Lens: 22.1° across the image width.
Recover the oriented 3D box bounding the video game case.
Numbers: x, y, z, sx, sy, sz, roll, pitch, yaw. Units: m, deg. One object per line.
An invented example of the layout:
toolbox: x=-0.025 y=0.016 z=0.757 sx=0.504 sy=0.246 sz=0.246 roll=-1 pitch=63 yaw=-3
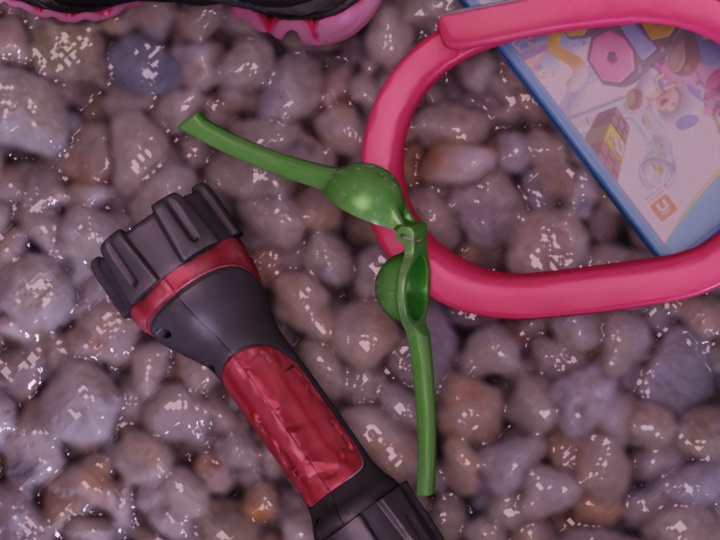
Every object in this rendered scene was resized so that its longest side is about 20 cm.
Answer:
video game case: x=0.136 y=-0.123 z=0.845 sx=0.143 sy=0.018 sz=0.200 roll=-37 pitch=88 yaw=1

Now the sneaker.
sneaker: x=-0.088 y=-0.149 z=0.819 sx=0.199 sy=0.095 sz=0.079 roll=5 pitch=91 yaw=4

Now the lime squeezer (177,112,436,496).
lime squeezer: x=0.000 y=0.000 z=0.811 sx=0.070 sy=0.038 sz=0.200 roll=-33 pitch=88 yaw=5

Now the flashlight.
flashlight: x=-0.039 y=0.059 z=0.821 sx=0.068 sy=0.068 sz=0.200 roll=-31 pitch=81 yaw=-32

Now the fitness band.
fitness band: x=0.097 y=-0.053 z=0.822 sx=0.199 sy=0.037 sz=0.144 roll=-7 pitch=96 yaw=13
